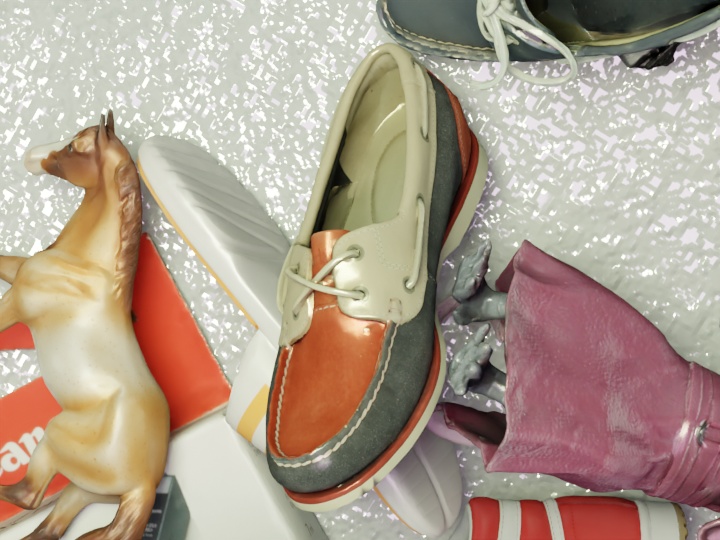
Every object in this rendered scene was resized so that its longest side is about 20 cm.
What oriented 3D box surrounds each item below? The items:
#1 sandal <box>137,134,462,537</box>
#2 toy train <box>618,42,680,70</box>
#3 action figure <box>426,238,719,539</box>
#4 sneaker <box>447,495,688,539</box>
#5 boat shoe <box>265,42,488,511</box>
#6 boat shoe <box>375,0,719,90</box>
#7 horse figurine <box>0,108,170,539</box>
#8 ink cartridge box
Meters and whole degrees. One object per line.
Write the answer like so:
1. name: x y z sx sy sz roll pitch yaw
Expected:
1. sandal: -0.036 0.035 0.928 0.059 0.079 0.207 -42 80 21
2. toy train: 0.179 -0.150 0.871 0.200 0.046 0.034 -41 85 16
3. action figure: 0.123 0.071 0.872 0.199 0.149 0.134 23 64 -10
4. sneaker: 0.068 0.190 0.929 0.112 0.071 0.201 7 94 -7
5. boat shoe: 0.000 0.000 0.856 0.071 0.200 0.063 -6 138 30
6. boat shoe: 0.079 -0.110 0.848 0.199 0.062 0.075 2 115 39
7. horse figurine: -0.130 0.048 0.928 0.132 0.050 0.201 -18 79 20
8. ink cartridge box: -0.136 0.106 0.971 0.200 0.044 0.174 -28 96 13
